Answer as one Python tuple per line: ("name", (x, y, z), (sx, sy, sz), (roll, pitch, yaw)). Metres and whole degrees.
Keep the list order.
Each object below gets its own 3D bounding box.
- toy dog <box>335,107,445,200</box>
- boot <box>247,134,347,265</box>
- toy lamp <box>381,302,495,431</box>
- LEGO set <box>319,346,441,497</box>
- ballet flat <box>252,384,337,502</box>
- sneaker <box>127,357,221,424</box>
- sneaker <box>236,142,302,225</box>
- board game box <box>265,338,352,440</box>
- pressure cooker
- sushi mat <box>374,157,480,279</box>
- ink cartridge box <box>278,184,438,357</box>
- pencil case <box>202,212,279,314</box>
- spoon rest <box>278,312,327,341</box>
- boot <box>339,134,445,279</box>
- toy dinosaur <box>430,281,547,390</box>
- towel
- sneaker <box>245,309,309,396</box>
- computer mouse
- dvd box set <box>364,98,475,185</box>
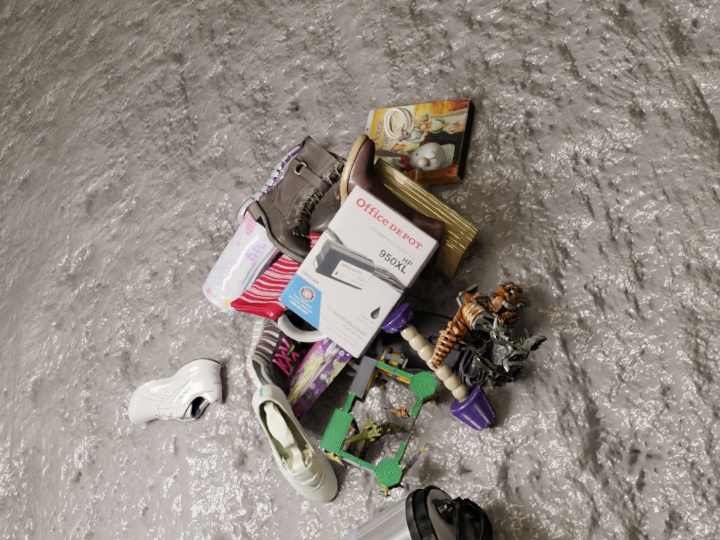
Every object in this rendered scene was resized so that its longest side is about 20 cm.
("toy dog", (0.032, -0.154, 1.329), (0.132, 0.096, 0.200), (47, 131, 0))
("boot", (-0.082, -0.113, 1.321), (0.174, 0.069, 0.200), (-46, 57, 4))
("toy lamp", (0.110, 0.136, 1.134), (0.058, 0.058, 0.200), (-39, 95, 10))
("LEGO set", (0.029, 0.224, 1.199), (0.152, 0.116, 0.202), (13, 69, 11))
("ballet flat", (-0.100, 0.261, 1.204), (0.069, 0.069, 0.201), (-28, 94, 18))
("sneaker", (-0.325, 0.226, 1.434), (0.199, 0.074, 0.088), (-29, 60, 19))
("sneaker", (-0.133, -0.136, 1.499), (0.088, 0.074, 0.200), (45, 101, 19))
("board game box", (-0.081, 0.169, 1.290), (0.200, 0.032, 0.120), (-51, 12, 2))
("pressure cooker", (0.080, 0.371, 1.028), (0.199, 0.178, 0.177), (-37, 50, 13))
("sushi mat", (0.085, -0.082, 1.276), (0.199, 0.012, 0.096), (37, 122, 15))
("ink cartridge box", (0.000, 0.000, 1.183), (0.144, 0.084, 0.201), (35, 94, 6))
("pencil case", (-0.194, -0.021, 1.442), (0.091, 0.083, 0.201), (43, 104, 31))
("spoon rest", (-0.027, 0.057, 1.278), (0.198, 0.061, 0.100), (-23, 19, 8))
("boot", (0.051, -0.096, 1.258), (0.165, 0.072, 0.202), (15, 113, 12))
("toy dinosaur", (0.170, 0.087, 1.136), (0.199, 0.102, 0.136), (-37, 70, -17))
("towel", (-0.115, 0.004, 1.363), (0.200, 0.023, 0.144), (-46, 28, -24))
("sneaker", (-0.127, 0.128, 1.323), (0.087, 0.074, 0.201), (-31, 29, 15))
("computer mouse", (0.098, 0.098, 1.230), (0.198, 0.053, 0.140), (0, 69, 33))
("dvd box set", (0.091, -0.214, 1.401), (0.198, 0.029, 0.148), (1, 69, 33))
